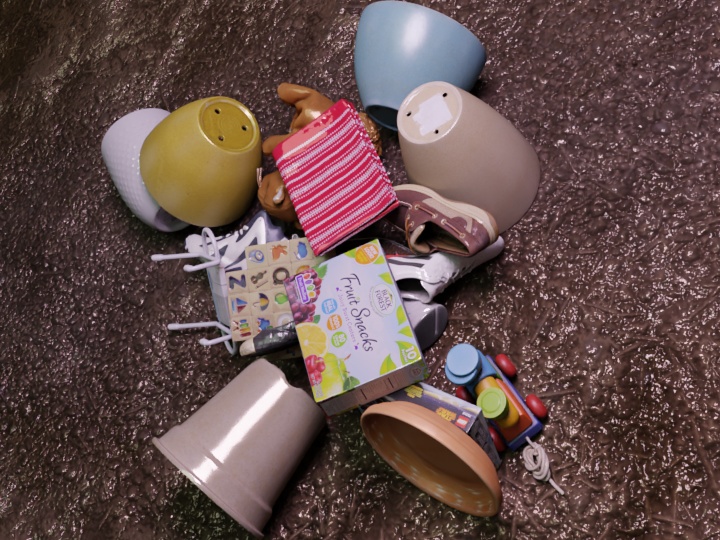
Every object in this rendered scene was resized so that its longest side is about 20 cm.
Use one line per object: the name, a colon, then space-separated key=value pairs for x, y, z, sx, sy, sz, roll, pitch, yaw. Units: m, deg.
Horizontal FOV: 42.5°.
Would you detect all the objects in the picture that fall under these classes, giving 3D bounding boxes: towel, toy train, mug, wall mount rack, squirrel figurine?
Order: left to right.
mug: x=-0.317 y=-0.168 z=1.571 sx=0.198 sy=0.148 sz=0.176 roll=-21 pitch=60 yaw=-18
wall mount rack: x=-0.252 y=0.037 z=1.424 sx=0.173 sy=0.074 sz=0.202 roll=14 pitch=117 yaw=62
squirrel figurine: x=-0.066 y=-0.157 z=1.414 sx=0.198 sy=0.142 sz=0.188 roll=17 pitch=69 yaw=26
towel: x=-0.040 y=-0.134 z=1.311 sx=0.144 sy=0.022 sz=0.201 roll=-32 pitch=59 yaw=13
toy train: x=0.181 y=0.180 z=1.143 sx=0.084 sy=0.116 sz=0.201 roll=-39 pitch=55 yaw=7

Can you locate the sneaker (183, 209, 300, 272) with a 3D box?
sneaker: x=-0.178 y=-0.048 z=1.467 sx=0.198 sy=0.079 sz=0.131 roll=22 pitch=78 yaw=34

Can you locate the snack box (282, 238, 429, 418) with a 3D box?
snack box: x=-0.009 y=0.071 z=1.180 sx=0.141 sy=0.053 sz=0.201 roll=-22 pitch=51 yaw=3

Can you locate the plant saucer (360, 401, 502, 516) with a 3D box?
plant saucer: x=0.090 y=0.224 z=1.130 sx=0.199 sy=0.201 sz=0.038 roll=21 pitch=61 yaw=34

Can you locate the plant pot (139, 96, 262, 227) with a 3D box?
plant pot: x=-0.232 y=-0.190 z=1.459 sx=0.142 sy=0.198 sz=0.202 roll=-42 pitch=45 yaw=51

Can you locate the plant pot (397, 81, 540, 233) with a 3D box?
plant pot: x=0.132 y=-0.167 z=1.280 sx=0.185 sy=0.200 sz=0.189 roll=-11 pitch=62 yaw=22

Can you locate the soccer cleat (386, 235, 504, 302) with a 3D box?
soccer cleat: x=0.107 y=0.001 z=1.273 sx=0.198 sy=0.069 sz=0.086 roll=-14 pitch=49 yaw=-3

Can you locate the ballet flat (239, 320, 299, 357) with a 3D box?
ballet flat: x=-0.079 y=0.066 z=1.282 sx=0.198 sy=0.066 sz=0.057 roll=-27 pitch=85 yaw=-1

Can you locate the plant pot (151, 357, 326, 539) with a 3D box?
plant pot: x=-0.151 y=0.230 z=1.272 sx=0.200 sy=0.201 sz=0.184 roll=31 pitch=73 yaw=35

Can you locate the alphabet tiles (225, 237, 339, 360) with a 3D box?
alphabet tiles: x=-0.093 y=0.039 z=1.322 sx=0.198 sy=0.006 sz=0.169 roll=-8 pitch=84 yaw=9

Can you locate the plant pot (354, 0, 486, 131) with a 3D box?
plant pot: x=0.072 y=-0.283 z=1.371 sx=0.198 sy=0.200 sz=0.136 roll=14 pitch=79 yaw=32

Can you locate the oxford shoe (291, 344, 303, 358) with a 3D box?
oxford shoe: x=-0.108 y=0.067 z=1.373 sx=0.199 sy=0.071 sz=0.073 roll=35 pitch=85 yaw=17

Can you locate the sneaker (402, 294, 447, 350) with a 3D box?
sneaker: x=0.031 y=0.110 z=1.293 sx=0.200 sy=0.071 sz=0.080 roll=-45 pitch=48 yaw=-5

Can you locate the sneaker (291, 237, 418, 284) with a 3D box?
sneaker: x=0.000 y=0.000 z=1.364 sx=0.198 sy=0.085 sz=0.073 roll=10 pitch=54 yaw=10

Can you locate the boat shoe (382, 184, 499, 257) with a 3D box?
boat shoe: x=0.088 y=-0.059 z=1.243 sx=0.199 sy=0.073 sz=0.072 roll=22 pitch=53 yaw=39

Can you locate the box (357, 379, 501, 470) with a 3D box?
box: x=0.075 y=0.188 z=1.182 sx=0.199 sy=0.137 sz=0.040 roll=20 pitch=62 yaw=34
